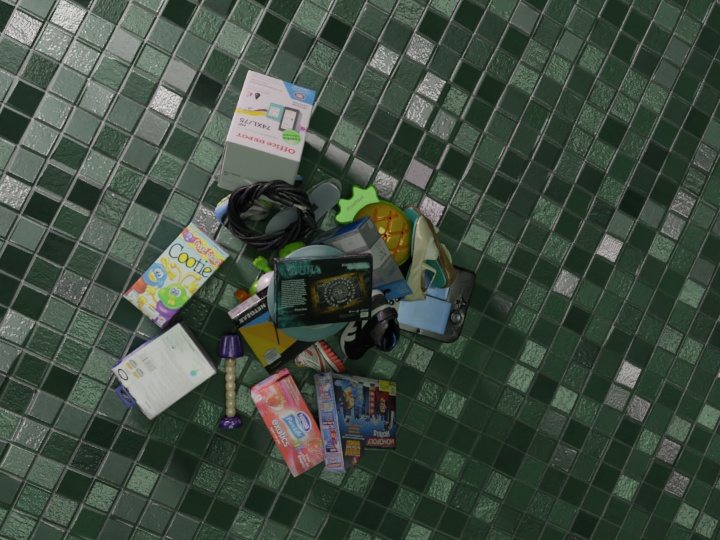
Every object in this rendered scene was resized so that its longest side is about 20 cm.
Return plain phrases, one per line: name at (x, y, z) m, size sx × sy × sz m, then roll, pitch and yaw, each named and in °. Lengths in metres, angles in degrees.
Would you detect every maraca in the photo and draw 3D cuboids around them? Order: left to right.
maraca at (0.032, -0.094, 1.455) m, size 0.137 × 0.107 × 0.200 m, roll -42°, pitch 98°, yaw -5°

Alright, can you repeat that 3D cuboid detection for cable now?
cable at (-0.190, -0.108, 1.348) m, size 0.200 × 0.051 × 0.163 m, roll -9°, pitch 138°, yaw 24°

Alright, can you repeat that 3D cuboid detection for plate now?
plate at (-0.087, 0.049, 1.335) m, size 0.200 × 0.026 × 0.201 m, roll -6°, pitch 106°, yaw -23°

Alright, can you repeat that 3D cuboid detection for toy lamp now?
toy lamp at (-0.278, 0.236, 1.441) m, size 0.058 × 0.058 × 0.200 m, roll -2°, pitch 95°, yaw -10°

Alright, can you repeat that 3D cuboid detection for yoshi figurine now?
yoshi figurine at (-0.177, 0.004, 1.425) m, size 0.200 × 0.112 × 0.112 m, roll -43°, pitch 90°, yaw -11°

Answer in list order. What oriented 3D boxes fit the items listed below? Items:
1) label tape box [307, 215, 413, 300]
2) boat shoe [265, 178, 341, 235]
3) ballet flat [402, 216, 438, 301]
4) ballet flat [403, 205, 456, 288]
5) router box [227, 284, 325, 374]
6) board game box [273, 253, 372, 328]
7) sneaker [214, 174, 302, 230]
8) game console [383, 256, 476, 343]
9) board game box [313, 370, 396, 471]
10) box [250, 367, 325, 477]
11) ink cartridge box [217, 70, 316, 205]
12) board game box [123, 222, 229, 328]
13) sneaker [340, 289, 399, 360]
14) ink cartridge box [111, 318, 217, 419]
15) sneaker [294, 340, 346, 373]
label tape box at (0.000, 0.000, 1.418) m, size 0.200 × 0.144 × 0.063 m, roll 59°, pitch 39°, yaw -18°
boat shoe at (-0.120, -0.135, 1.446) m, size 0.202 × 0.086 × 0.075 m, roll -38°, pitch 104°, yaw 23°
ballet flat at (0.136, -0.020, 1.445) m, size 0.069 × 0.070 × 0.200 m, roll 3°, pitch 118°, yaw -10°
ballet flat at (0.160, -0.056, 1.496) m, size 0.072 × 0.068 × 0.200 m, roll -23°, pitch 83°, yaw -46°
router box at (-0.145, 0.093, 1.364) m, size 0.200 × 0.051 × 0.149 m, roll -35°, pitch 113°, yaw -11°
board game box at (-0.071, 0.038, 1.309) m, size 0.200 × 0.028 × 0.136 m, roll -3°, pitch 104°, yaw -24°
sneaker at (-0.213, -0.151, 1.437) m, size 0.199 × 0.071 × 0.083 m, roll -31°, pitch 116°, yaw -9°
game console at (0.151, 0.061, 1.521) m, size 0.200 × 0.031 × 0.177 m, roll 17°, pitch 90°, yaw -11°
board game box at (-0.012, 0.330, 1.435) m, size 0.200 × 0.062 × 0.200 m, roll 18°, pitch 67°, yaw -40°
box at (-0.151, 0.324, 1.444) m, size 0.095 × 0.103 × 0.200 m, roll -27°, pitch 95°, yaw -9°
ink cartridge box at (-0.187, -0.264, 1.348) m, size 0.146 × 0.146 × 0.200 m, roll 15°, pitch 56°, yaw -10°
board game box at (-0.376, 0.008, 1.389) m, size 0.103 × 0.105 × 0.200 m, roll 42°, pitch 86°, yaw -10°
sneaker at (0.022, 0.148, 1.416) m, size 0.073 × 0.112 × 0.200 m, roll -10°, pitch 137°, yaw -31°
ink cartridge box at (-0.421, 0.214, 1.404) m, size 0.200 × 0.076 × 0.137 m, roll -36°, pitch 97°, yaw -8°
sneaker at (-0.122, 0.167, 1.454) m, size 0.082 × 0.078 × 0.200 m, roll -42°, pitch 98°, yaw -5°
